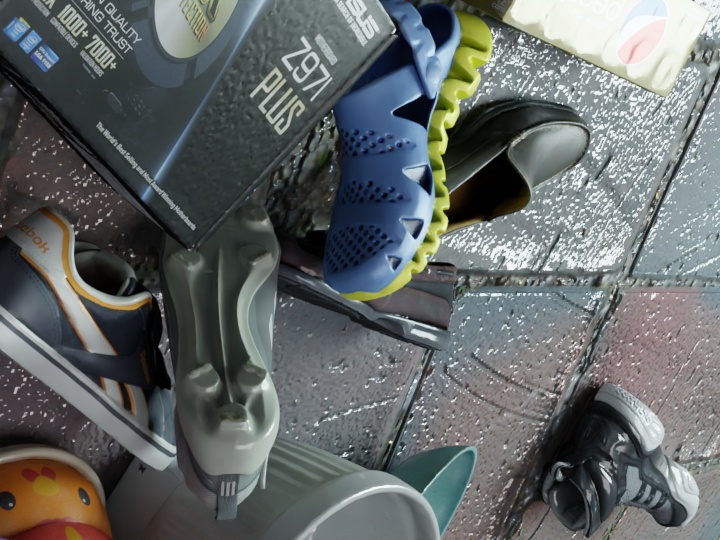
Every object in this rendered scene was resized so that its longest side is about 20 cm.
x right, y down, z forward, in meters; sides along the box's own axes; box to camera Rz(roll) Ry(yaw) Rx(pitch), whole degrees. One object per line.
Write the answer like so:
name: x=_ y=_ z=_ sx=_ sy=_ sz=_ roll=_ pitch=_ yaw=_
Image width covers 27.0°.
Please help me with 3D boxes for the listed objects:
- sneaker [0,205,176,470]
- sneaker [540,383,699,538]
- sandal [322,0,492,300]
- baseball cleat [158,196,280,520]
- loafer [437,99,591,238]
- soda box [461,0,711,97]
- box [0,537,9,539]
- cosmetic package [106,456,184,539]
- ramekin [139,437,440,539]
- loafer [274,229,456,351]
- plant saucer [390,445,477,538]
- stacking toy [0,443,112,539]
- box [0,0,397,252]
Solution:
sneaker: x=-0.140 y=0.041 z=0.829 sx=0.079 sy=0.078 sz=0.200 roll=-50 pitch=145 yaw=-11
sneaker: x=0.221 y=0.190 z=1.309 sx=0.114 sy=0.075 sz=0.200 roll=-44 pitch=135 yaw=-10
sandal: x=0.010 y=-0.079 z=0.866 sx=0.087 sy=0.079 sz=0.200 roll=33 pitch=60 yaw=-41
baseball cleat: x=-0.082 y=0.045 z=0.829 sx=0.070 sy=0.200 sz=0.106 roll=7 pitch=133 yaw=-8
loafer: x=0.086 y=-0.059 z=0.986 sx=0.200 sy=0.072 sz=0.073 roll=-23 pitch=131 yaw=-33
soda box: x=0.140 y=-0.174 z=0.962 sx=0.200 sy=0.064 sz=0.068 roll=13 pitch=109 yaw=-49
box: x=-0.235 y=0.183 z=0.716 sx=0.200 sy=0.039 sz=0.137 roll=21 pitch=101 yaw=-22
cosmetic package: x=-0.135 y=0.224 z=0.992 sx=0.151 sy=0.052 sz=0.200 roll=28 pitch=96 yaw=-49
ramekin: x=-0.054 y=0.199 z=0.923 sx=0.200 sy=0.105 sz=0.200 roll=-30 pitch=133 yaw=-39
loafer: x=0.000 y=0.000 z=0.958 sx=0.200 sy=0.072 sz=0.063 roll=27 pitch=81 yaw=-54
plant saucer: x=0.017 y=0.205 z=1.101 sx=0.200 sy=0.036 sz=0.200 roll=-51 pitch=161 yaw=-24
stacking toy: x=-0.162 y=0.203 z=0.829 sx=0.146 sy=0.200 sz=0.146 roll=-26 pitch=134 yaw=-30
box: x=-0.097 y=-0.134 z=0.737 sx=0.164 sy=0.086 sz=0.200 roll=-48 pitch=141 yaw=-8
